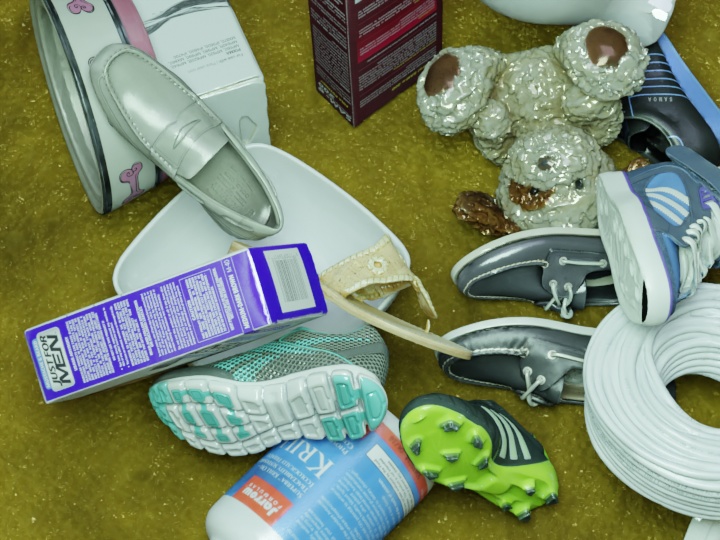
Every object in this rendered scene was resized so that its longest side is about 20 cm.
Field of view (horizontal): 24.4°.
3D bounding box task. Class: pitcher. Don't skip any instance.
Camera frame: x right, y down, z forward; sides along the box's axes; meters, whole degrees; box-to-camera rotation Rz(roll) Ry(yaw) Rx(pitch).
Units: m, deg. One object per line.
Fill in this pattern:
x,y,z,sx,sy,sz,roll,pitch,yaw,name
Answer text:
0.150,-0.265,1.438,0.171,0.200,0.121,7,80,47,pitcher

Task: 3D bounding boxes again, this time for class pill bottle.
-0.047,0.193,1.276,0.112,0.112,0.200,40,68,17,pill bottle

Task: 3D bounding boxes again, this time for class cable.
0.269,0.096,1.284,0.200,0.069,0.200,14,51,8,cable

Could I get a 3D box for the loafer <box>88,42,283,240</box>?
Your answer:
-0.131,-0.101,1.310,0.200,0.070,0.070,45,75,-26,loafer

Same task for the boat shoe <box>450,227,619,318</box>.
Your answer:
0.178,0.006,1.400,0.200,0.073,0.063,-6,60,-10,boat shoe

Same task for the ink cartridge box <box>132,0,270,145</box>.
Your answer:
-0.152,-0.193,1.453,0.084,0.144,0.200,-21,65,-11,ink cartridge box

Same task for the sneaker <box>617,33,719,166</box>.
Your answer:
0.248,-0.160,1.486,0.078,0.070,0.200,-27,64,-16,sneaker

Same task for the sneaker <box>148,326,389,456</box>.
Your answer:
-0.064,0.086,1.275,0.200,0.078,0.091,-4,35,21,sneaker

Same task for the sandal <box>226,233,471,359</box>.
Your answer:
-0.001,0.000,1.305,0.211,0.078,0.070,21,92,14,sandal

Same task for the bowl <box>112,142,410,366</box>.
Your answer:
-0.081,0.012,1.390,0.200,0.075,0.200,38,69,17,bowl

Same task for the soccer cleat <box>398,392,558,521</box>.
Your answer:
0.086,0.129,1.282,0.067,0.200,0.081,-33,50,18,soccer cleat

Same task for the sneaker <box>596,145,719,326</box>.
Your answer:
0.269,-0.027,1.300,0.146,0.081,0.200,-3,28,-1,sneaker

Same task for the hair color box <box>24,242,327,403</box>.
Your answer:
-0.138,0.040,1.261,0.200,0.109,0.065,-18,86,22,hair color box

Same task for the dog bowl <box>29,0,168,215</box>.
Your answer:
-0.214,-0.151,1.402,0.074,0.200,0.200,-18,65,-15,dog bowl

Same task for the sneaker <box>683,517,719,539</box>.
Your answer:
0.343,0.171,1.318,0.116,0.074,0.200,32,65,18,sneaker

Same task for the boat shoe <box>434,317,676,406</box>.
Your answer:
0.161,0.082,1.363,0.200,0.074,0.060,4,58,-8,boat shoe

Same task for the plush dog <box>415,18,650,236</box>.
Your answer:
0.161,-0.107,1.439,0.200,0.160,0.172,-9,80,13,plush dog

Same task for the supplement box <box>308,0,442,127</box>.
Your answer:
0.014,-0.225,1.441,0.109,0.200,0.061,-36,65,-18,supplement box
